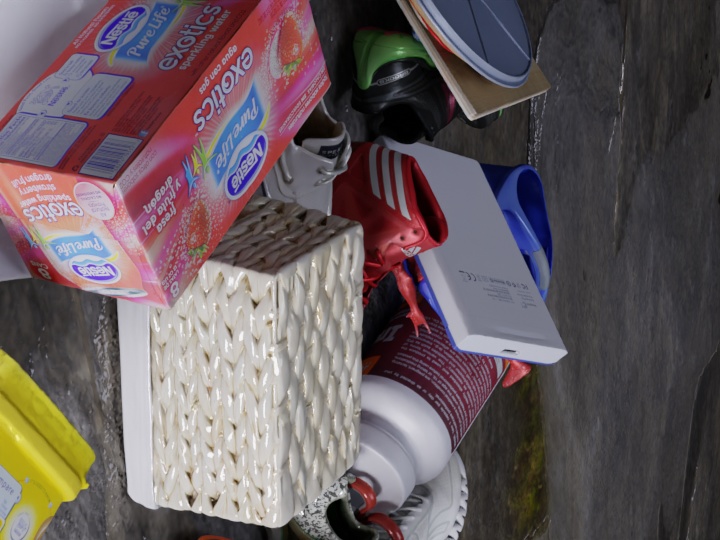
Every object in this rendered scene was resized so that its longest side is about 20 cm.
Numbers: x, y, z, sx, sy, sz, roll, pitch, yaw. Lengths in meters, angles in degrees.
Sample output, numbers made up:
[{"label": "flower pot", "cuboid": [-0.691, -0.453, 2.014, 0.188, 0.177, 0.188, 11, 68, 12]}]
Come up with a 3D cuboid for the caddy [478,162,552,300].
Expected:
[{"label": "caddy", "cuboid": [0.131, -0.012, 1.363, 0.142, 0.104, 0.201, -58, 147, -32]}]

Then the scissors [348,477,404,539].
[{"label": "scissors", "cuboid": [-0.012, 0.235, 1.234, 0.014, 0.073, 0.200, -38, 169, -31]}]

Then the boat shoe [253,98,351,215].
[{"label": "boat shoe", "cuboid": [-0.042, -0.086, 1.018, 0.071, 0.069, 0.202, -53, 138, -49]}]

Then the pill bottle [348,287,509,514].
[{"label": "pill bottle", "cuboid": [0.045, 0.110, 1.241, 0.200, 0.112, 0.114, -52, 143, -41]}]

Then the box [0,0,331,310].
[{"label": "box", "cuboid": [-0.111, -0.087, 0.806, 0.201, 0.102, 0.095, -59, 148, -36]}]

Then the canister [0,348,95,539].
[{"label": "canister", "cuboid": [-0.239, 0.144, 0.739, 0.201, 0.086, 0.149, -62, 149, -26]}]

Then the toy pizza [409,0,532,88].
[{"label": "toy pizza", "cuboid": [0.069, -0.229, 1.145, 0.200, 0.032, 0.202, 39, 34, -33]}]

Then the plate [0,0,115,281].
[{"label": "plate", "cuboid": [-0.207, -0.091, 0.761, 0.199, 0.032, 0.202, -13, 112, -60]}]

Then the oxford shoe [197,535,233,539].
[{"label": "oxford shoe", "cuboid": [-0.074, 0.262, 1.105, 0.199, 0.071, 0.073, 31, 101, -42]}]

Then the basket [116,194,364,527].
[{"label": "basket", "cuboid": [-0.077, 0.058, 0.972, 0.135, 0.122, 0.202, -33, 128, -55]}]

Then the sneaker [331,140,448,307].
[{"label": "sneaker", "cuboid": [0.000, 0.000, 1.105, 0.078, 0.114, 0.202, -2, 101, -61]}]

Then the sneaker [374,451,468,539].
[{"label": "sneaker", "cuboid": [0.042, 0.249, 1.343, 0.081, 0.075, 0.202, 44, 61, -49]}]

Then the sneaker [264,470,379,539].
[{"label": "sneaker", "cuboid": [-0.027, 0.226, 1.174, 0.077, 0.088, 0.201, -54, 145, -39]}]

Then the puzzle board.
[{"label": "puzzle board", "cuboid": [0.086, -0.202, 1.195, 0.152, 0.017, 0.200, 58, 27, 2]}]

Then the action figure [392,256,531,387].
[{"label": "action figure", "cuboid": [0.064, 0.014, 1.201, 0.200, 0.052, 0.066, 45, 45, -11]}]

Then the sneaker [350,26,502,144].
[{"label": "sneaker", "cuboid": [0.049, -0.146, 1.201, 0.199, 0.076, 0.085, 10, 97, -53]}]

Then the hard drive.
[{"label": "hard drive", "cuboid": [0.089, -0.017, 1.195, 0.131, 0.025, 0.201, 11, 47, -45]}]
